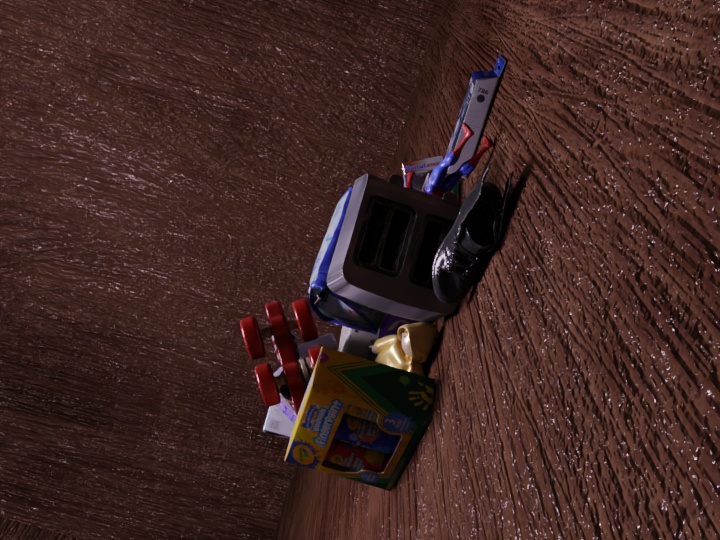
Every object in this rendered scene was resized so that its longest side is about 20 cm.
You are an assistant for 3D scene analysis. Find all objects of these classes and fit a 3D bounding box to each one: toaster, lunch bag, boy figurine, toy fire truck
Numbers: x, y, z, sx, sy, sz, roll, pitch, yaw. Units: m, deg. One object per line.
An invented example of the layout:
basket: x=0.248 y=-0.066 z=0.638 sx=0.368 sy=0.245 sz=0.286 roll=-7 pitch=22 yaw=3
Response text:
toaster: x=0.055 y=-0.025 z=1.400 sx=0.119 sy=0.180 sz=0.201 roll=146 pitch=142 yaw=-77
lunch bag: x=-0.011 y=-0.014 z=1.545 sx=0.200 sy=0.127 sz=0.171 roll=56 pitch=-131 yaw=-62
boy figurine: x=0.050 y=0.150 z=1.470 sx=0.200 sy=0.064 sz=0.125 roll=-50 pitch=48 yaw=39
toy fire truck: x=-0.107 y=0.150 z=1.556 sx=0.168 sy=0.112 sz=0.201 roll=78 pitch=173 yaw=-63

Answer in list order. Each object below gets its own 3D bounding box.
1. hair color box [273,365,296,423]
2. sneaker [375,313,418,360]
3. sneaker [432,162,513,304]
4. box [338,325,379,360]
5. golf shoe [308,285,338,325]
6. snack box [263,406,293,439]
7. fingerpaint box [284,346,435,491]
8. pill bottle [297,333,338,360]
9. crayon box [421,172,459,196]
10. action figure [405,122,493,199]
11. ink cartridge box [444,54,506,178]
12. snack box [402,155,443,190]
hair color box: x=-0.068 y=0.240 z=1.757 sx=0.109 sy=0.200 sz=0.065 roll=-43 pitch=-7 yaw=-21
sneaker: x=0.055 y=0.159 z=1.566 sx=0.100 sy=0.069 sz=0.201 roll=-88 pitch=8 yaw=-58
sneaker: x=0.137 y=-0.040 z=1.225 sx=0.104 sy=0.060 sz=0.201 roll=-70 pitch=1 yaw=-74
box: x=0.026 y=0.113 z=1.806 sx=0.200 sy=0.109 sz=0.128 roll=-82 pitch=9 yaw=-68
golf shoe: x=0.000 y=0.000 z=1.679 sx=0.200 sy=0.088 sz=0.077 roll=-48 pitch=11 yaw=8
snack box: x=-0.067 y=0.265 z=1.814 sx=0.037 sy=0.199 sz=0.117 roll=98 pitch=-173 yaw=-72
fingerpaint box: x=-0.004 y=0.214 z=1.390 sx=0.200 sy=0.166 sz=0.074 roll=112 pitch=174 yaw=-46
pill bottle: x=-0.044 y=0.214 z=1.668 sx=0.201 sy=0.112 sz=0.112 roll=65 pitch=165 yaw=12
crayon box: x=0.116 y=-0.060 z=1.630 sx=0.200 sy=0.058 sz=0.119 roll=-79 pitch=7 yaw=-56
action figure: x=0.113 y=-0.139 z=1.506 sx=0.200 sy=0.065 sz=0.099 roll=-54 pitch=25 yaw=19
ink cartridge box: x=0.186 y=-0.259 z=1.628 sx=0.099 sy=0.039 sz=0.201 roll=-83 pitch=11 yaw=-73
snack box: x=0.113 y=-0.164 z=1.771 sx=0.200 sy=0.072 sz=0.024 roll=63 pitch=-163 yaw=-82
